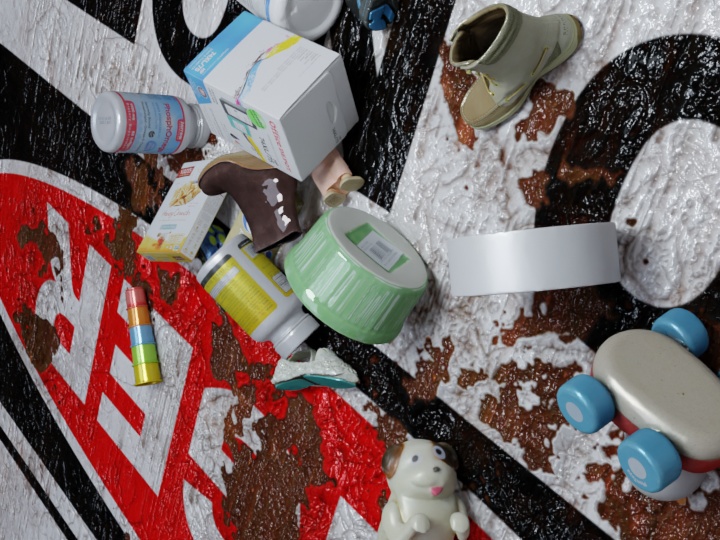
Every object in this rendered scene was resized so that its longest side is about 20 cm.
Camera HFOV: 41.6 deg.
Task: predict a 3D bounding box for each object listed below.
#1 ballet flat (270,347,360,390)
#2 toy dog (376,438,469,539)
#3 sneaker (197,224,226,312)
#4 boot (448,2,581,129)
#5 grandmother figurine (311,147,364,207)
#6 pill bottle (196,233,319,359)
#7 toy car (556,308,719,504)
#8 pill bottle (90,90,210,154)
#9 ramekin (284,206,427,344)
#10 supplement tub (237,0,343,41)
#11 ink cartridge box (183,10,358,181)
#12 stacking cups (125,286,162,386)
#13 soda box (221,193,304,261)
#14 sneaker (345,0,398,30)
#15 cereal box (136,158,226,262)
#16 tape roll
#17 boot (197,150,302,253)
[{"bbox_3d":[-0.076,0.157,1.543,0.200,0.072,0.072,-10,86,47],"label":"ballet flat"},{"bbox_3d":[0.090,0.340,1.349,0.194,0.139,0.201,-119,32,-77],"label":"toy dog"},{"bbox_3d":[-0.271,-0.011,1.730,0.083,0.071,0.200,-47,62,36],"label":"sneaker"},{"bbox_3d":[0.159,-0.252,1.182,0.200,0.154,0.072,-41,64,41],"label":"boot"},{"bbox_3d":[-0.072,-0.195,1.514,0.121,0.061,0.201,-34,63,14],"label":"grandmother figurine"},{"bbox_3d":[-0.164,0.046,1.554,0.200,0.111,0.111,46,129,2],"label":"pill bottle"},{"bbox_3d":[0.330,0.183,1.064,0.177,0.184,0.201,43,152,36],"label":"toy car"},{"bbox_3d":[-0.378,-0.266,1.727,0.108,0.199,0.109,6,98,47],"label":"pill bottle"},{"bbox_3d":[0.000,0.000,1.354,0.098,0.200,0.200,-53,57,26],"label":"ramekin"},{"bbox_3d":[-0.130,-0.457,1.494,0.200,0.132,0.132,45,124,34],"label":"supplement tub"},{"bbox_3d":[-0.131,-0.264,1.436,0.200,0.146,0.147,30,157,28],"label":"ink cartridge box"},{"bbox_3d":[-0.454,0.136,1.952,0.060,0.060,0.201,-25,74,45],"label":"stacking cups"},{"bbox_3d":[-0.176,-0.064,1.629,0.068,0.064,0.200,54,128,29],"label":"soda box"},{"bbox_3d":[0.031,-0.452,1.363,0.082,0.073,0.201,47,124,36],"label":"sneaker"},{"bbox_3d":[-0.313,-0.109,1.717,0.144,0.039,0.201,1,61,47],"label":"cereal box"},{"bbox_3d":[0.204,-0.012,1.125,0.202,0.202,0.071,-7,89,47],"label":"tape roll"},{"bbox_3d":[-0.182,-0.107,1.526,0.199,0.072,0.167,-19,72,34],"label":"boot"}]
